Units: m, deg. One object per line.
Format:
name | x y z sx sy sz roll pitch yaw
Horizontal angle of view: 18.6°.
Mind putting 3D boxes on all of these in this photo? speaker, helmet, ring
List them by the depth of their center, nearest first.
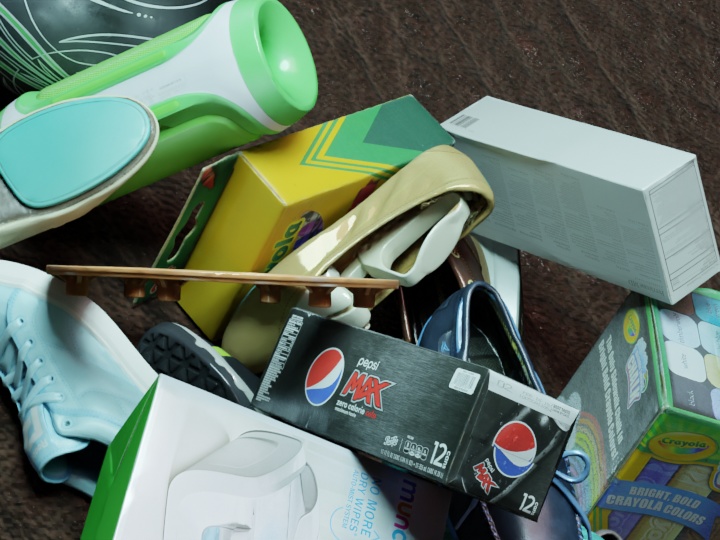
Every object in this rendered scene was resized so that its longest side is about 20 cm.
ring | -0.077 0.009 1.233 0.199 0.200 0.019 2 90 -32
speaker | -0.128 -0.096 1.336 0.088 0.199 0.089 47 32 -42
helmet | -0.181 -0.198 1.425 0.199 0.200 0.191 35 46 4

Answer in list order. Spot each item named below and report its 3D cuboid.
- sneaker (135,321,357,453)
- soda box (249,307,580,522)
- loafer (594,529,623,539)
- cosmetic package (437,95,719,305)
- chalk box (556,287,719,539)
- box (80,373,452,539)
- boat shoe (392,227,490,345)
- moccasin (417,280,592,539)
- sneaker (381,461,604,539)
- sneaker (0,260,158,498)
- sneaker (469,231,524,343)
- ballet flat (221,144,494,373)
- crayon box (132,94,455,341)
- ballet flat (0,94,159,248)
sneaker | -0.053 0.108 1.294 0.200 0.072 0.083 44 21 10
soda box | 0.026 0.074 1.179 0.070 0.064 0.200 25 -5 -33
loafer | 0.130 0.235 1.267 0.071 0.063 0.201 20 40 -14
cosmetic package | 0.135 -0.048 1.379 0.050 0.083 0.199 -31 31 -26
chalk box | 0.210 0.093 1.362 0.123 0.201 0.125 18 40 -16
box | -0.063 0.186 1.130 0.175 0.097 0.201 23 54 -12
boat shoe | 0.057 0.050 1.388 0.070 0.070 0.201 36 30 -53
moccasin | 0.076 0.096 1.216 0.080 0.068 0.201 -7 57 -28
sneaker | 0.085 0.156 1.269 0.199 0.080 0.078 29 68 31
sneaker | -0.166 0.073 1.236 0.200 0.074 0.082 38 39 12
sneaker | 0.068 0.002 1.491 0.084 0.073 0.201 -4 49 2
ballet flat | 0.000 0.000 1.349 0.063 0.200 0.069 40 -9 44
crayon box | -0.040 -0.030 1.389 0.199 0.127 0.051 -23 62 -45
ballet flat | -0.209 -0.042 1.281 0.199 0.070 0.070 -25 59 -11
